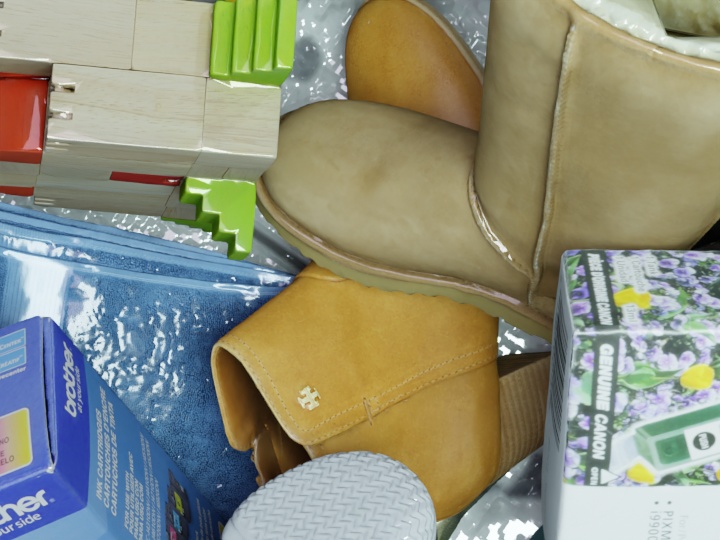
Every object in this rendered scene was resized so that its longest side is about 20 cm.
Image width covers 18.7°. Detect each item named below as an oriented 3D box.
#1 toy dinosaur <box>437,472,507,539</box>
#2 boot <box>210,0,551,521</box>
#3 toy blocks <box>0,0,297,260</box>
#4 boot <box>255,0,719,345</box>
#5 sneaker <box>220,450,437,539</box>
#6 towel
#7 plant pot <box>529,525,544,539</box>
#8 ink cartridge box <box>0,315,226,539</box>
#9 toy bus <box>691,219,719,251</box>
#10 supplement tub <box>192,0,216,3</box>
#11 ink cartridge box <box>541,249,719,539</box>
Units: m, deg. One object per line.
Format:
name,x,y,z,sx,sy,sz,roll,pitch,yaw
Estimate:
toy dinosaur,0.003,0.163,0.862,0.088,0.047,0.200,14,87,-33
boot,0.000,0.001,0.830,0.144,0.071,0.201,-21,93,-39
toy blocks,-0.105,-0.058,0.779,0.137,0.200,0.100,5,82,-9
boot,0.047,-0.055,0.717,0.175,0.200,0.066,20,64,7
sneaker,-0.052,0.153,0.755,0.200,0.115,0.075,-30,44,-12
towel,-0.122,0.034,0.842,0.200,0.049,0.112,13,90,-21
plant pot,0.144,0.167,0.804,0.200,0.161,0.201,0,87,2
ink cartridge box,-0.138,0.102,0.795,0.136,0.200,0.076,-22,44,12
toy bus,0.194,-0.072,0.799,0.192,0.200,0.136,-14,86,-7
supplement tub,-0.057,-0.170,0.834,0.200,0.145,0.145,-10,87,3
ink cartridge box,0.162,0.051,0.707,0.200,0.050,0.109,0,122,-1
